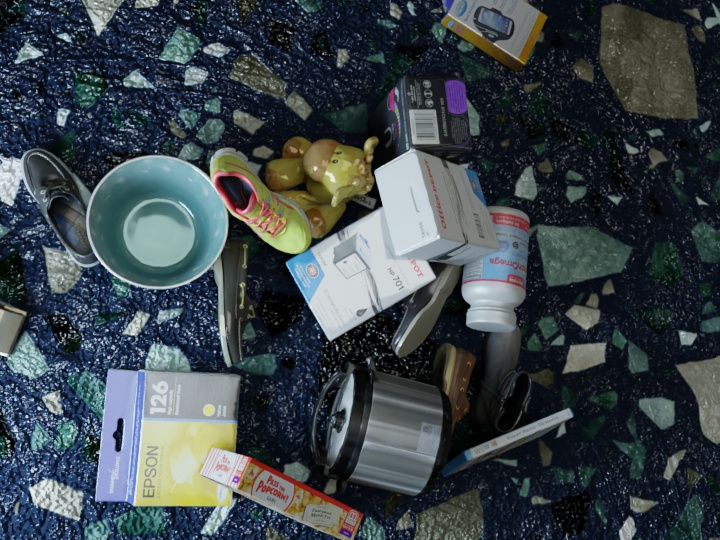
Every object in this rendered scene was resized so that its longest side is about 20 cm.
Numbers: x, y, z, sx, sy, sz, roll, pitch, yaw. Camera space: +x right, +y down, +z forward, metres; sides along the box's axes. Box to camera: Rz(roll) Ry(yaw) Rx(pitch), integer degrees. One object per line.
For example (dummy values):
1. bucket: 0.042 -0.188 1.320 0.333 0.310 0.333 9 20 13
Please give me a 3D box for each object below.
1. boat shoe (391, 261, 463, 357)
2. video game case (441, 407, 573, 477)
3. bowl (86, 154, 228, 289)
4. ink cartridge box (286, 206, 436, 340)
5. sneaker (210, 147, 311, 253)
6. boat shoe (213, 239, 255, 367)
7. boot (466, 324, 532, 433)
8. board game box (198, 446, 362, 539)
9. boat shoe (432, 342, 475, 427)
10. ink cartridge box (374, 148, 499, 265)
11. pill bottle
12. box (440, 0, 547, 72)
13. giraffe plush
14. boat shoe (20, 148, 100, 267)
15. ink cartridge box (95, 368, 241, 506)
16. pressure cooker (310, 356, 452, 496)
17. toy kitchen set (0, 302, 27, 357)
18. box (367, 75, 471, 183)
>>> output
1. boat shoe: 0.103 0.055 1.201 0.063 0.073 0.200 26 76 29
2. video game case: 0.239 0.285 1.153 0.199 0.143 0.018 -17 68 -18
3. bowl: -0.308 -0.065 1.066 0.200 0.105 0.202 2 82 -16
4. ink cartridge box: 0.000 0.000 1.134 0.199 0.086 0.147 -30 91 -2
5. sneaker: -0.154 -0.090 1.045 0.078 0.090 0.200 -42 108 15
6. boat shoe: -0.195 0.049 1.099 0.060 0.072 0.202 -5 81 -13
7. boot: 0.252 0.174 1.177 0.069 0.132 0.201 18 77 -11
8. board game box: -0.117 0.325 1.015 0.200 0.151 0.046 35 67 -24
9. boat shoe: 0.152 0.226 1.173 0.067 0.072 0.201 15 76 -11
10. ink cartridge box: 0.123 -0.094 1.102 0.200 0.084 0.145 7 64 -53
11. pill bottle: 0.231 -0.001 1.202 0.108 0.109 0.201 10 75 -14
12. box: 0.244 -0.480 1.321 0.199 0.041 0.119 29 75 -8
13. giraffe plush: -0.047 -0.148 1.122 0.199 0.162 0.174 4 81 -15
14. boat shoe: -0.450 -0.098 1.050 0.070 0.066 0.201 -25 90 -18
15. ink cartridge box: -0.288 0.252 1.057 0.199 0.047 0.199 5 82 -18
16. pressure cooker: 0.024 0.240 1.074 0.199 0.179 0.176 15 37 -11
17. toy kitchen set: -0.561 0.071 0.933 0.163 0.180 0.201 21 81 -13
18. box: 0.091 -0.226 1.154 0.106 0.200 0.123 -3 82 -16
